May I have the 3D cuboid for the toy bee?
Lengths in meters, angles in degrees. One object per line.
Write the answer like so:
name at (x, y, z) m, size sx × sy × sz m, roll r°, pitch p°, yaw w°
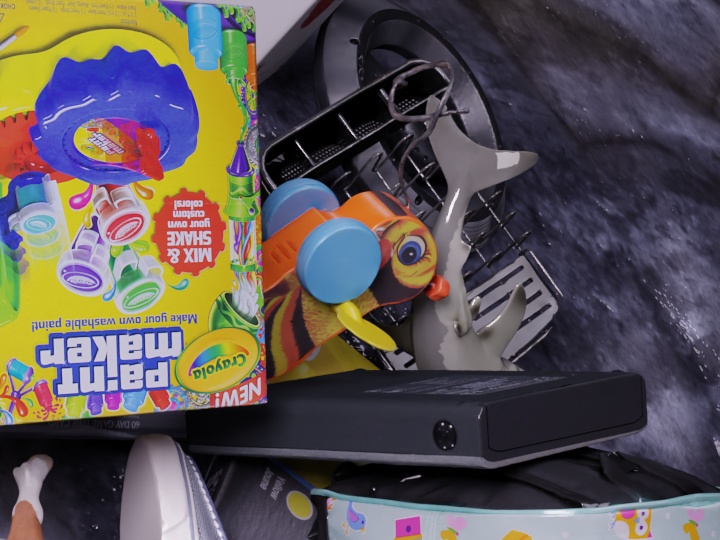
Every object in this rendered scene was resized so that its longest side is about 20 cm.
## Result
toy bee at (0.000, 0.000, 1.022) m, size 0.109 × 0.199 × 0.131 m, roll 47°, pitch 20°, yaw -39°

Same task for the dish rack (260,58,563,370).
dish rack at (0.038, -0.020, 1.210) m, size 0.153 × 0.055 × 0.201 m, roll -33°, pitch 82°, yaw -26°

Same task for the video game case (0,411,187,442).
video game case at (-0.142, -0.012, 0.992) m, size 0.142 × 0.019 × 0.202 m, roll 6°, pitch 83°, yaw -44°

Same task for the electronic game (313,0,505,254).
electronic game at (0.038, -0.103, 1.334) m, size 0.200 × 0.041 × 0.201 m, roll 32°, pitch 45°, yaw -38°

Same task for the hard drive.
hard drive at (0.026, 0.073, 0.965) m, size 0.139 × 0.199 × 0.033 m, roll -7°, pitch 93°, yaw -48°

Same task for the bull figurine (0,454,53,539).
bull figurine at (-0.182, 0.144, 0.846) m, size 0.199 × 0.065 × 0.122 m, roll 15°, pitch 43°, yaw -40°

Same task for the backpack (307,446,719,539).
backpack at (0.090, 0.160, 0.938) m, size 0.175 × 0.199 × 0.155 m, roll 4°, pitch 77°, yaw -43°

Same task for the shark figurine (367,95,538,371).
shark figurine at (0.042, 0.018, 1.119) m, size 0.089 × 0.216 × 0.128 m, roll 19°, pitch 44°, yaw 37°

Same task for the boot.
boot at (-0.061, 0.176, 0.928) m, size 0.090 × 0.073 × 0.201 m, roll 0°, pitch 63°, yaw -26°

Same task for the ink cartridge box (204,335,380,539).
ink cartridge box at (0.005, 0.145, 1.069) m, size 0.199 × 0.047 × 0.198 m, roll 36°, pitch 35°, yaw -13°

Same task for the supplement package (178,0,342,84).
supplement package at (-0.059, -0.218, 1.219) m, size 0.120 × 0.200 × 0.121 m, roll 46°, pitch 35°, yaw 0°

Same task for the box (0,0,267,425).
box at (-0.160, -0.028, 0.883) m, size 0.199 × 0.122 × 0.194 m, roll -3°, pitch 91°, yaw -37°
